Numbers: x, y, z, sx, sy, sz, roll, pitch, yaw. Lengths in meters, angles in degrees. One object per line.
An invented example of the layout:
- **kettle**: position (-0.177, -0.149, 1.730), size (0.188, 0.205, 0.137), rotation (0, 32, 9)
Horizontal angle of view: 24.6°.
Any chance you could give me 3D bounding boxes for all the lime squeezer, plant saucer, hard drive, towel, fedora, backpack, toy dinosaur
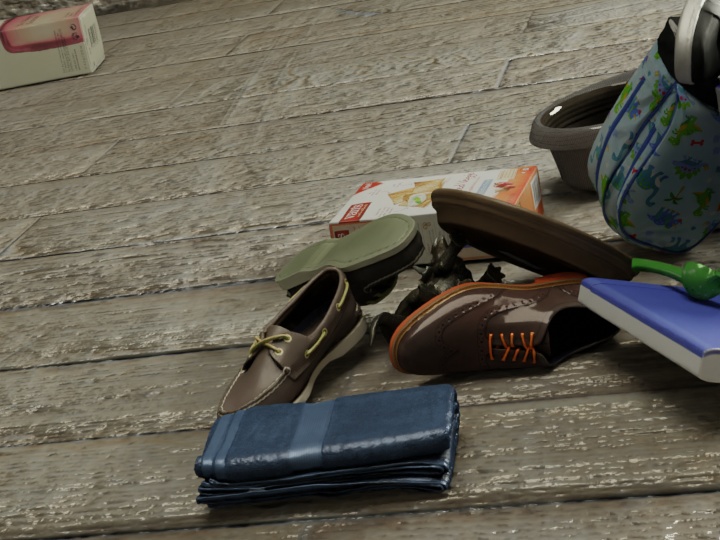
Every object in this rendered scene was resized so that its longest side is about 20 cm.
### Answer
- **lime squeezer**: position (0.300, -0.013, 1.333), size (0.199, 0.038, 0.071), rotation (-27, 18, 38)
- **plant saucer**: position (0.152, -0.024, 1.473), size (0.198, 0.030, 0.200), rotation (21, -4, 2)
- **hard drive**: position (0.271, 0.048, 1.290), size (0.130, 0.026, 0.200), rotation (6, 13, -20)
- **towel**: position (-0.022, 0.134, 1.249), size (0.197, 0.049, 0.112), rotation (-9, 19, 11)
- **fedora**: position (0.284, -0.147, 1.802), size (0.198, 0.091, 0.176), rotation (-26, 21, -20)
- **backpack**: position (0.298, -0.115, 1.545), size (0.162, 0.155, 0.200), rotation (15, -39, -30)
- **toy dinosaur**: position (0.065, 0.033, 1.456), size (0.077, 0.103, 0.200), rotation (33, 43, 3)

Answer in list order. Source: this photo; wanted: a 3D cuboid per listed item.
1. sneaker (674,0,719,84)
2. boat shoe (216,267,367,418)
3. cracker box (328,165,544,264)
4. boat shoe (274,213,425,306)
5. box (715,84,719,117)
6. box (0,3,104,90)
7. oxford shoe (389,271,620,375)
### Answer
- **sneaker**: position (0.348, -0.215, 1.420), size (0.111, 0.074, 0.200), rotation (11, 35, 26)
- **boat shoe**: position (-0.063, 0.070, 1.408), size (0.071, 0.060, 0.200), rotation (3, 32, 36)
- **cracker box**: position (0.080, -0.055, 1.711), size (0.197, 0.058, 0.134), rotation (-6, 19, 19)
- **boat shoe**: position (0.000, 0.000, 1.514), size (0.072, 0.061, 0.200), rotation (-48, 18, -32)
- **box**: position (0.414, -0.100, 1.445), size (0.104, 0.186, 0.199), rotation (5, 25, 43)
- **box**: position (-0.587, -0.413, 3.049), size (0.197, 0.110, 0.128), rotation (-9, 19, 6)
- **oxford shoe**: position (0.122, 0.050, 1.374), size (0.198, 0.072, 0.073), rotation (-16, 24, -13)
